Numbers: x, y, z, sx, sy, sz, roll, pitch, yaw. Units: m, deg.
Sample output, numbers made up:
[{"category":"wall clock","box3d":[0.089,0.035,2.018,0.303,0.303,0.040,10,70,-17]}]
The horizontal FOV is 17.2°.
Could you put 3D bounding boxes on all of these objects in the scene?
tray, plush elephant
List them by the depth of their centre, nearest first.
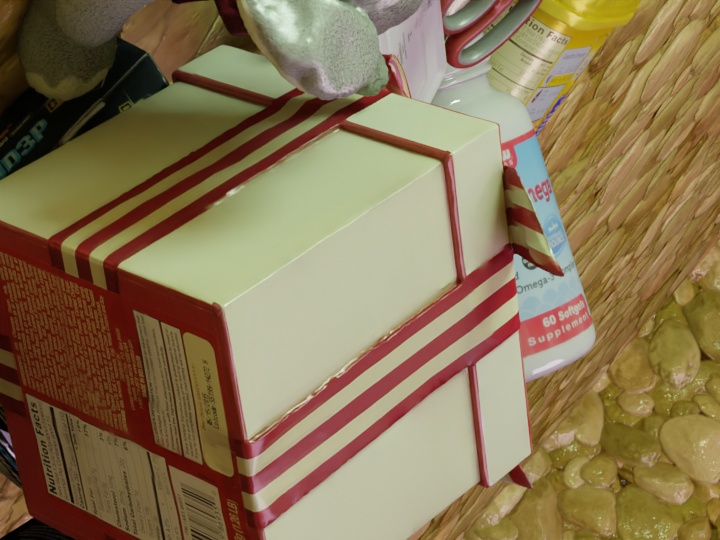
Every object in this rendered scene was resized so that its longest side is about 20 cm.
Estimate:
[{"category":"plush elephant","box3d":[-0.031,-0.133,0.930,0.165,0.155,0.200,-45,166,-24]},{"category":"tray","box3d":[0.013,-0.107,1.107,0.200,0.022,0.108,79,35,-66]}]

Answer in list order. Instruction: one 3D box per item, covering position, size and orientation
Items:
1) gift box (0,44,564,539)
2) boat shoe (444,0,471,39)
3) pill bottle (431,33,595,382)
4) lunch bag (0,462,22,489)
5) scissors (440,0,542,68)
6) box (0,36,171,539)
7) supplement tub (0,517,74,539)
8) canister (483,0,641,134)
[{"category":"gift box","box3d":[-0.025,0.029,0.988,0.186,0.199,0.185,-35,134,-37]},{"category":"boat shoe","box3d":[0.010,-0.132,1.273,0.066,0.072,0.201,21,105,-41]},{"category":"pill bottle","box3d":[0.060,-0.035,1.387,0.108,0.201,0.109,-18,-173,2]},{"category":"lunch bag","box3d":[-0.122,0.021,1.208,0.200,0.077,0.161,-48,166,-12]},{"category":"scissors","box3d":[0.110,-0.184,1.232,0.200,0.014,0.073,-45,149,6]},{"category":"box","box3d":[-0.117,0.015,1.075,0.159,0.046,0.200,-47,135,-15]},{"category":"supplement tub","box3d":[-0.139,0.179,1.167,0.200,0.122,0.123,-30,155,-55]},{"category":"canister","box3d":[0.080,-0.119,1.496,0.200,0.086,0.148,-55,167,19]}]
